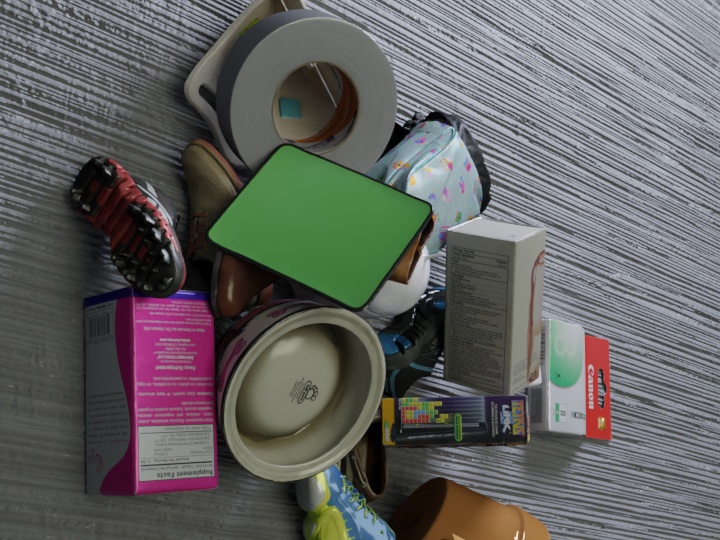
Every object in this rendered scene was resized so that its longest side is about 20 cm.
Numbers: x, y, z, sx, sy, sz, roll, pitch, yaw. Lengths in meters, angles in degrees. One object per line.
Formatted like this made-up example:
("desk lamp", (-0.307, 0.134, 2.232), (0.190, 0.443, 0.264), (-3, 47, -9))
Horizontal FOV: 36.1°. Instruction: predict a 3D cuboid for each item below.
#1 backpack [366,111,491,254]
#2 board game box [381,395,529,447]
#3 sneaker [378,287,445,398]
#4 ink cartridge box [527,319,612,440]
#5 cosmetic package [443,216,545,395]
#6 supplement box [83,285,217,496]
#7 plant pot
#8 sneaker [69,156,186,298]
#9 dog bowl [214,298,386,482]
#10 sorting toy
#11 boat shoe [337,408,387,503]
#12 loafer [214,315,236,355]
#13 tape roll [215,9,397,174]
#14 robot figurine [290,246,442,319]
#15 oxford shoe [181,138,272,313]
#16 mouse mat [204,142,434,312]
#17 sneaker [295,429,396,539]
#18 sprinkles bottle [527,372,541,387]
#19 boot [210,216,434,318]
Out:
("backpack", (0.075, -0.099, 1.411), (0.200, 0.126, 0.168), (-39, 111, -36))
("board game box", (0.115, 0.180, 1.307), (0.200, 0.164, 0.057), (55, 32, -78))
("sneaker", (0.079, 0.088, 1.430), (0.200, 0.073, 0.083), (-35, 133, -43))
("ink cartridge box", (0.326, 0.167, 1.639), (0.199, 0.050, 0.163), (12, 74, -38))
("cosmetic package", (0.168, 0.044, 1.386), (0.087, 0.103, 0.202), (-22, 119, -51))
("supplement box", (-0.214, 0.125, 1.123), (0.103, 0.101, 0.202), (6, 78, -41))
("plant pot", (0.111, 0.344, 1.327), (0.140, 0.200, 0.201), (40, 56, -10))
("sneaker", (-0.216, -0.038, 1.119), (0.071, 0.201, 0.098), (-51, 140, 10))
("dog bowl", (-0.074, 0.120, 1.180), (0.199, 0.074, 0.202), (-14, 117, -30))
("sorting toy", (-0.115, -0.218, 1.289), (0.180, 0.106, 0.201), (-44, 123, -24))
("boat shoe", (0.006, 0.177, 1.328), (0.074, 0.075, 0.204), (2, 80, -41))
("loafer", (-0.120, 0.117, 1.242), (0.200, 0.073, 0.073), (38, 87, -35))
("tape roll", (-0.060, -0.189, 1.246), (0.198, 0.066, 0.202), (-9, 114, -21))
("robot figurine", (0.000, 0.000, 1.272), (0.169, 0.199, 0.114), (-29, 102, -42))
("oxford shoe", (-0.161, -0.045, 1.225), (0.075, 0.070, 0.202), (-27, 100, -39))
("mouse mat", (-0.042, -0.050, 1.146), (0.161, 0.199, 0.008), (-53, 156, -30))
("sneaker", (-0.016, 0.277, 1.275), (0.104, 0.076, 0.202), (-5, 96, -17))
("sprinkles bottle", (0.204, 0.063, 1.534), (0.068, 0.068, 0.202), (-4, 84, -42))
("boot", (-0.040, -0.005, 1.154), (0.189, 0.198, 0.069), (-55, 150, -46))
